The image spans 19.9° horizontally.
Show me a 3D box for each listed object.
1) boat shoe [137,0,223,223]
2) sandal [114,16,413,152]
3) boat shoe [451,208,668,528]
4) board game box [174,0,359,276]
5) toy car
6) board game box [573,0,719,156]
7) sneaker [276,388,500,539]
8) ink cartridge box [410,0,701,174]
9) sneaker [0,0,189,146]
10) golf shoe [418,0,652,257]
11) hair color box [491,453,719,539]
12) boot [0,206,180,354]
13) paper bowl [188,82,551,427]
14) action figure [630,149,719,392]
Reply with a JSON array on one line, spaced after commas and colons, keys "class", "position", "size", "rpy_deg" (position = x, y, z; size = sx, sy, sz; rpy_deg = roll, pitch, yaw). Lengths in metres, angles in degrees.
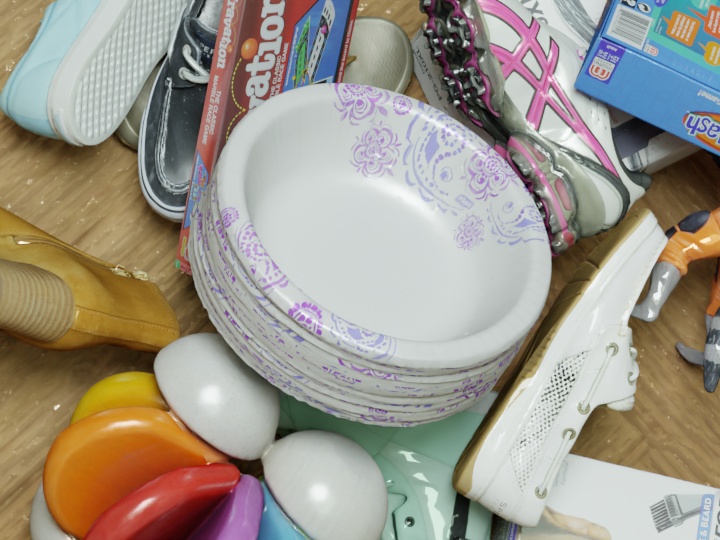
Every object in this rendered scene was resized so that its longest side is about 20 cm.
[{"class": "boat shoe", "position": [-0.083, -0.127, 1.226], "size": [0.071, 0.068, 0.202], "rpy_deg": [23, 87, 5]}, {"class": "sandal", "position": [-0.058, -0.115, 1.280], "size": [0.198, 0.054, 0.081], "rpy_deg": [-10, 81, -13]}, {"class": "boat shoe", "position": [0.132, 0.060, 1.210], "size": [0.069, 0.071, 0.201], "rpy_deg": [33, 88, -1]}, {"class": "board game box", "position": [-0.052, -0.098, 1.216], "size": [0.102, 0.019, 0.202], "rpy_deg": [-12, 122, -47]}, {"class": "toy car", "position": [-0.093, 0.149, 1.151], "size": [0.200, 0.150, 0.175], "rpy_deg": [42, 107, -2]}, {"class": "board game box", "position": [0.239, -0.125, 1.218], "size": [0.199, 0.045, 0.153], "rpy_deg": [25, 46, 1]}, {"class": "sneaker", "position": [-0.007, 0.124, 1.238], "size": [0.198, 0.074, 0.120], "rpy_deg": [6, 80, -10]}, {"class": "ink cartridge box", "position": [0.152, -0.128, 1.312], "size": [0.199, 0.084, 0.146], "rpy_deg": [-25, 86, -15]}, {"class": "sneaker", "position": [-0.156, -0.163, 1.262], "size": [0.081, 0.074, 0.201], "rpy_deg": [12, 51, 29]}, {"class": "golf shoe", "position": [0.101, -0.114, 1.222], "size": [0.092, 0.073, 0.201], "rpy_deg": [-27, 97, -19]}, {"class": "hair color box", "position": [0.181, 0.185, 1.272], "size": [0.198, 0.065, 0.110], "rpy_deg": [13, 78, -8]}, {"class": "boot", "position": [-0.206, -0.002, 1.216], "size": [0.143, 0.201, 0.071], "rpy_deg": [16, 102, -46]}, {"class": "paper bowl", "position": [0.000, 0.000, 1.162], "size": [0.199, 0.105, 0.202], "rpy_deg": [14, 46, -15]}, {"class": "action figure", "position": [0.266, -0.015, 1.281], "size": [0.199, 0.105, 0.194], "rpy_deg": [34, 102, -37]}]
